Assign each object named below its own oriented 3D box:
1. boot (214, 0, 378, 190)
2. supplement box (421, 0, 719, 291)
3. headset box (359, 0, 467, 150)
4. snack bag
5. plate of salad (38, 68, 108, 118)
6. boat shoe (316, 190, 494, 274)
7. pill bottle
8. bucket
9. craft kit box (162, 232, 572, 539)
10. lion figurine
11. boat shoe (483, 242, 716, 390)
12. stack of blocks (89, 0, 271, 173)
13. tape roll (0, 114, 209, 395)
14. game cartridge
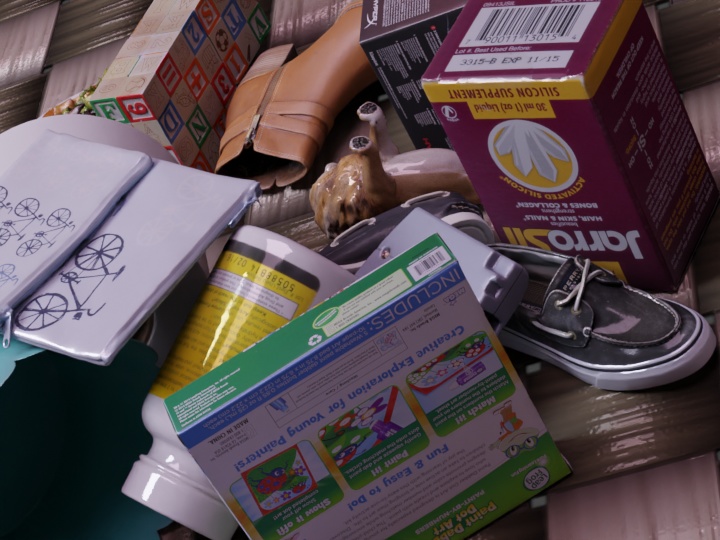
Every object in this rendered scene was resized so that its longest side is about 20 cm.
[{"bbox_3d":[-0.032,-0.146,1.678,0.200,0.077,0.155,-12,38,27],"label":"boot"},{"bbox_3d":[0.147,-0.090,1.385,0.131,0.200,0.103,1,47,35],"label":"supplement box"},{"bbox_3d":[0.119,-0.171,1.545,0.200,0.149,0.075,-18,38,18],"label":"headset box"},{"bbox_3d":[-0.194,-0.020,1.368,0.200,0.021,0.189,16,51,33],"label":"snack bag"},{"bbox_3d":[-0.258,-0.117,1.826,0.200,0.048,0.200,-18,38,15],"label":"plate of salad"},{"bbox_3d":[0.000,0.000,1.489,0.200,0.074,0.060,-28,36,-2],"label":"boat shoe"},{"bbox_3d":[-0.081,0.079,1.362,0.111,0.111,0.200,19,78,46],"label":"pill bottle"},{"bbox_3d":[-0.235,0.129,1.397,0.135,0.207,0.207,12,53,45],"label":"bucket"},{"bbox_3d":[0.009,0.104,1.255,0.200,0.198,0.049,-31,33,-2],"label":"craft kit box"},{"bbox_3d":[0.055,-0.074,1.531,0.200,0.123,0.073,-3,47,9],"label":"lion figurine"},{"bbox_3d":[0.145,0.027,1.358,0.200,0.071,0.072,11,52,42],"label":"boat shoe"},{"bbox_3d":[-0.149,-0.172,1.759,0.058,0.115,0.200,-4,43,31],"label":"stack of blocks"},{"bbox_3d":[-0.216,0.001,1.529,0.202,0.203,0.139,-25,36,7],"label":"tape roll"},{"bbox_3d":[0.021,0.059,1.386,0.133,0.040,0.200,34,90,47],"label":"game cartridge"}]
